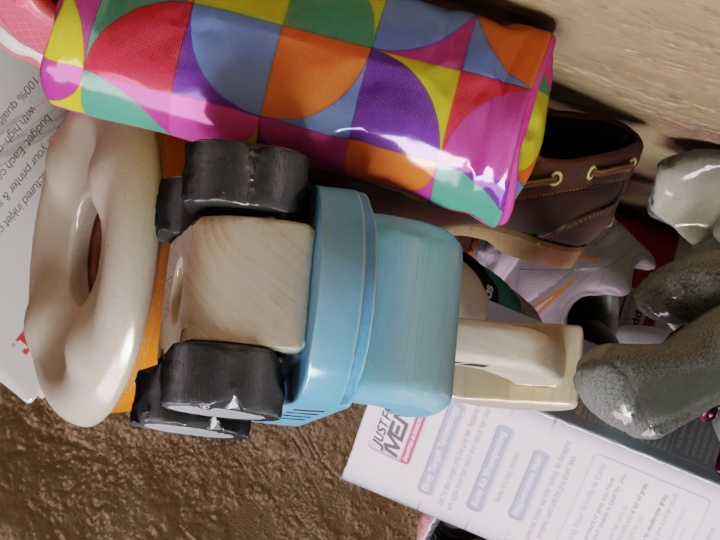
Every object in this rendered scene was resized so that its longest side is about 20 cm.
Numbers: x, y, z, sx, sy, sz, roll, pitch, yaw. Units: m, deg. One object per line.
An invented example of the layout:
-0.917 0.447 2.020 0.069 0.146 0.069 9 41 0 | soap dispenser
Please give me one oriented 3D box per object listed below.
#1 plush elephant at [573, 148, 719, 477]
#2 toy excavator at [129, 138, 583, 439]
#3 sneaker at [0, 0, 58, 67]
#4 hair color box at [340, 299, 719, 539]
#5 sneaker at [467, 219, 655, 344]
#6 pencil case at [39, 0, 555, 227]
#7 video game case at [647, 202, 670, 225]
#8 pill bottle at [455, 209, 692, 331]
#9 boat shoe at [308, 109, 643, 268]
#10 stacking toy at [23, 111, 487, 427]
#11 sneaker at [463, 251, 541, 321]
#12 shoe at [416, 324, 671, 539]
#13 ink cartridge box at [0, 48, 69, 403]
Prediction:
0.173 0.038 1.201 0.165 0.200 0.155 50 170 -20 | plush elephant
0.012 0.025 1.070 0.199 0.101 0.194 8 170 -11 | toy excavator
-0.074 -0.095 1.157 0.199 0.074 0.087 19 175 -3 | sneaker
0.100 0.088 1.295 0.199 0.061 0.099 22 134 4 | hair color box
0.086 0.039 1.434 0.092 0.200 0.076 39 -136 14 | sneaker
-0.025 -0.078 1.038 0.199 0.089 0.088 17 176 4 | pencil case
0.270 0.003 1.333 0.182 0.023 0.200 21 177 -38 | video game case
0.130 0.019 1.543 0.199 0.113 0.112 18 177 3 | pill bottle
0.043 -0.052 1.149 0.199 0.070 0.071 6 -142 -49 | boat shoe
-0.036 0.000 1.166 0.199 0.147 0.146 6 -179 -22 | stacking toy
0.000 0.000 1.382 0.199 0.072 0.080 13 155 43 | sneaker
0.107 0.102 1.487 0.071 0.091 0.200 36 143 -22 | shoe
-0.184 -0.054 1.276 0.200 0.145 0.084 39 175 -3 | ink cartridge box
